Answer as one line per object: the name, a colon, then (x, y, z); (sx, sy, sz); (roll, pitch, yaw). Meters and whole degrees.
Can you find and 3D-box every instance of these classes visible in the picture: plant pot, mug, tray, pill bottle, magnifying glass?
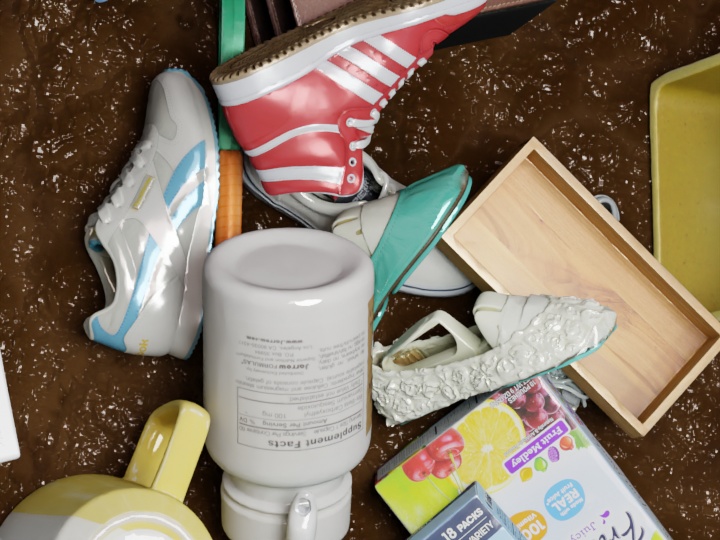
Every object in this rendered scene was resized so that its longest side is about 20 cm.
plant pot: (0.347, -0.056, 1.856); (0.199, 0.195, 0.196); (3, 81, -25)
mug: (-0.162, 0.185, 1.660); (0.148, 0.153, 0.188); (-7, 84, -19)
tray: (0.156, 0.013, 1.792); (0.200, 0.037, 0.099); (45, 78, -5)
pill bottle: (-0.048, 0.083, 1.698); (0.114, 0.114, 0.201); (-8, 117, -20)
magnifying glass: (-0.091, -0.101, 1.762); (0.022, 0.080, 0.201); (0, 79, -5)

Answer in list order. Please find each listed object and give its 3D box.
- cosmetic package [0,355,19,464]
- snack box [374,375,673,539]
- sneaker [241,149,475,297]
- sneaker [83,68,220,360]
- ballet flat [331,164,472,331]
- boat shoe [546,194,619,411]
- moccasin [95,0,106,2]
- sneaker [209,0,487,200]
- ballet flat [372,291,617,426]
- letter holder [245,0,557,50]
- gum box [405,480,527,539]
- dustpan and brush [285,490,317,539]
cosmetic package: (-0.275, 0.033, 1.645); (0.051, 0.151, 0.201); (-10, 85, -18)
snack box: (0.124, 0.181, 1.785); (0.142, 0.053, 0.200); (-37, 96, 6)
sneaker: (0.005, -0.041, 1.794); (0.199, 0.071, 0.073); (26, 74, -13)
sneaker: (-0.144, -0.043, 1.742); (0.080, 0.076, 0.201); (7, 78, -16)
ballet flat: (0.000, 0.000, 1.747); (0.070, 0.067, 0.201); (29, 112, -7)
boat shoe: (0.141, 0.043, 1.831); (0.074, 0.065, 0.203); (22, 76, -14)
moccasin: (-0.201, -0.236, 1.758); (0.199, 0.068, 0.081); (18, 64, -11)
sneaker: (0.007, -0.120, 1.714); (0.199, 0.071, 0.113); (-24, 108, -8)
ballet flat: (0.079, 0.052, 1.745); (0.072, 0.199, 0.072); (32, 46, -41)
letter holder: (0.019, -0.229, 1.813); (0.199, 0.101, 0.143); (-13, 84, -20)
gum box: (0.080, 0.276, 1.751); (0.170, 0.045, 0.200); (-40, 95, 7)
dustpan and brush: (-0.047, 0.240, 1.697); (0.139, 0.057, 0.201); (8, 123, 2)
